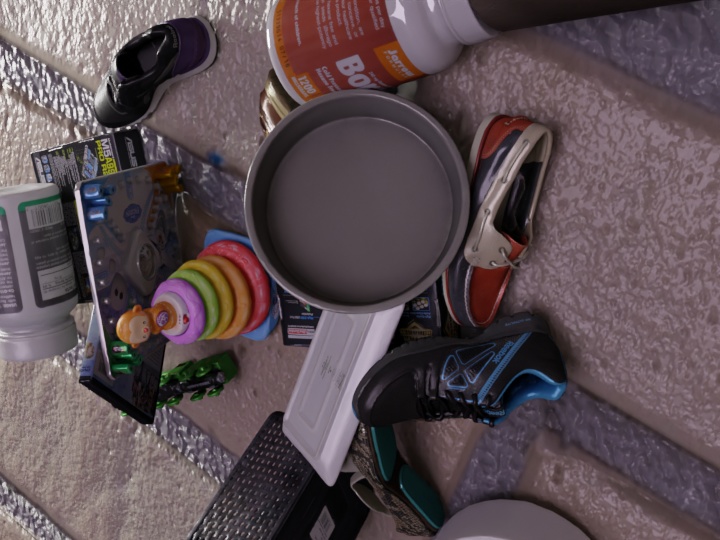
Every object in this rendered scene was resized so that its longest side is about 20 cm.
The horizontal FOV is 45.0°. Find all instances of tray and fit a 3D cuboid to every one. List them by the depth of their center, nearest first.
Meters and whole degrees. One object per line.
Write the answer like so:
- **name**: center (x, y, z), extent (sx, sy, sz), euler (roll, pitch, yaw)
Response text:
- **tray**: center (-0.027, 0.096, 0.845), extent (0.107, 0.022, 0.202), euler (36, 111, 48)

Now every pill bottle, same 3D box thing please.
- **pill bottle**: center (0.022, -0.221, 0.776), extent (0.198, 0.112, 0.114), euler (-10, 98, 34)
- **pill bottle**: center (-0.408, 0.001, 1.060), extent (0.112, 0.113, 0.203), euler (2, 104, 32)

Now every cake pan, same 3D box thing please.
- **cake pan**: center (-0.003, -0.059, 0.770), extent (0.197, 0.037, 0.203), euler (-1, 78, 4)

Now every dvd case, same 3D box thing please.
- **dvd case**: center (-0.250, 0.052, 0.958), extent (0.017, 0.143, 0.203), euler (-4, 62, 13)

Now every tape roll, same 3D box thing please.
- **tape roll**: center (0.152, 0.334, 0.860), extent (0.200, 0.071, 0.205), euler (8, 111, 23)

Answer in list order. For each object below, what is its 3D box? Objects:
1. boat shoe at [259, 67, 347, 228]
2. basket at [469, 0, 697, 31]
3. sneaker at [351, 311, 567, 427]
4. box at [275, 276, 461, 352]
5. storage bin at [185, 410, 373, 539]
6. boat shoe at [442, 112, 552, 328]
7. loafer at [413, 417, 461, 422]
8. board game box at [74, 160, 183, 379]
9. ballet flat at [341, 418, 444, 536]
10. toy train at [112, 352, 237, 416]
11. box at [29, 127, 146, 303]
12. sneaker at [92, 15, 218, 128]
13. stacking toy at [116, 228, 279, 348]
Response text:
- **boat shoe**: center (-0.051, -0.110, 0.863), extent (0.068, 0.071, 0.202), euler (-53, 51, 42)
- **basket**: center (0.180, -0.265, 0.656), extent (0.198, 0.135, 0.183), euler (-11, 93, 38)
- **sneaker**: center (0.089, 0.102, 0.782), extent (0.198, 0.082, 0.074), euler (-21, 136, -1)
- **box**: center (0.000, 0.000, 0.891), extent (0.198, 0.046, 0.161), euler (0, 102, 32)
- **storage bin**: center (-0.078, 0.264, 0.908), extent (0.093, 0.201, 0.136), euler (6, 132, 31)
- **boat shoe**: center (0.125, -0.038, 0.783), extent (0.062, 0.071, 0.203), euler (25, 111, 44)
- **loafer**: center (0.045, 0.120, 0.894), extent (0.198, 0.072, 0.063), euler (9, 132, 36)
- **board game box**: center (-0.233, -0.009, 0.950), extent (0.025, 0.200, 0.203), euler (-3, 102, 14)
- **ballet flat**: center (0.018, 0.204, 0.887), extent (0.074, 0.068, 0.201), euler (-15, 122, 23)
- **toy train**: center (-0.233, 0.140, 1.073), extent (0.198, 0.056, 0.042), euler (-16, 110, 34)
- **box**: center (-0.323, -0.063, 1.082), extent (0.158, 0.044, 0.203), euler (-6, 100, 33)
- **sneaker**: center (-0.255, -0.222, 0.967), extent (0.199, 0.087, 0.076), euler (-28, 88, 35)
- **stacking toy**: center (-0.180, 0.036, 0.923), extent (0.109, 0.199, 0.118), euler (19, 112, 26)
